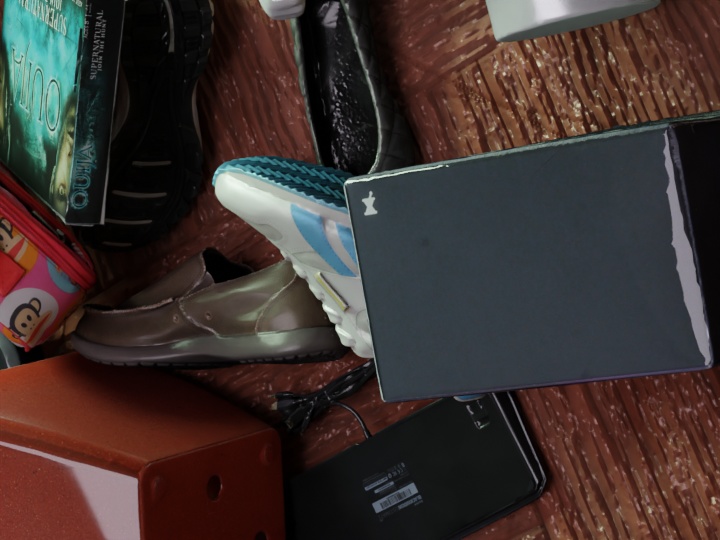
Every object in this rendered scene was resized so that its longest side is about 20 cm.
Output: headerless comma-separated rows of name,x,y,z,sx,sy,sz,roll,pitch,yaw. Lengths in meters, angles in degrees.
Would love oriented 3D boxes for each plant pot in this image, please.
plant pot,-0.152,0.165,1.600,0.175,0.199,0.202,3,99,35

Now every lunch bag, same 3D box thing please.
lunch bag,-0.249,-0.038,1.606,0.200,0.176,0.082,42,88,-4

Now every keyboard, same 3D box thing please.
keyboard,0.014,0.109,1.576,0.199,0.021,0.128,-30,84,36

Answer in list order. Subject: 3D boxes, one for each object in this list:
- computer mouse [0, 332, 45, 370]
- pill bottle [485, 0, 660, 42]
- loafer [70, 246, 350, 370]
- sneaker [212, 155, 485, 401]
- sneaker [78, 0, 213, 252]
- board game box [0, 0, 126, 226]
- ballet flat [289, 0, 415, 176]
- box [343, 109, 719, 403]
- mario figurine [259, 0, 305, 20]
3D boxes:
computer mouse,-0.261,0.057,1.765,0.199,0.052,0.140,9,105,49
pill bottle,0.093,-0.227,1.398,0.119,0.119,0.201,-13,89,38
loafer,-0.089,0.023,1.618,0.199,0.073,0.072,-3,85,33
sneaker,0.000,0.000,1.497,0.199,0.076,0.081,29,109,12
sneaker,-0.134,-0.103,1.635,0.079,0.073,0.201,-124,42,-55
board game box,-0.185,-0.115,1.624,0.200,0.028,0.136,-144,59,-66
ballet flat,-0.015,-0.104,1.538,0.066,0.057,0.201,-12,93,35
box,0.132,-0.012,1.351,0.199,0.198,0.124,-8,92,39
mario figurine,-0.019,-0.203,1.468,0.200,0.105,0.124,38,119,53
